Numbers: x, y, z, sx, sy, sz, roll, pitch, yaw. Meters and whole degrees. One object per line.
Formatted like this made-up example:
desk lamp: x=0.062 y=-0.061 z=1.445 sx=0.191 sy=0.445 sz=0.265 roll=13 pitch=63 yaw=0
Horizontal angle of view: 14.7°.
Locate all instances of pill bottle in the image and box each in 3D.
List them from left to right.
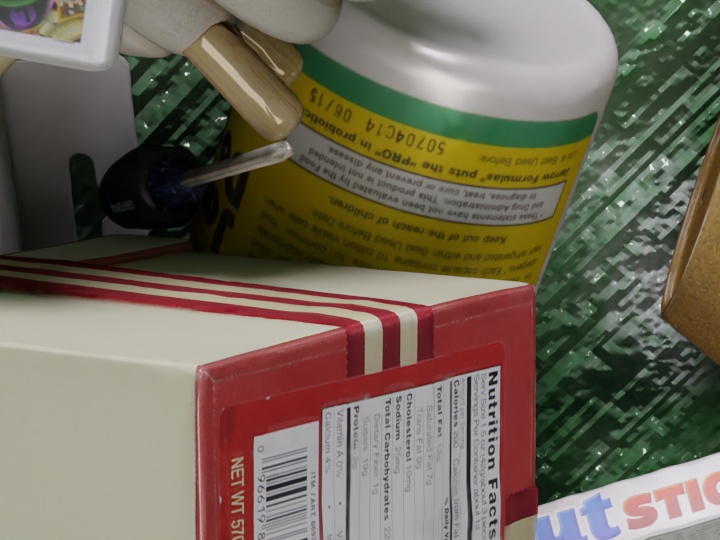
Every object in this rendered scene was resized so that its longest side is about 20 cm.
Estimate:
pill bottle: x=0.000 y=0.000 z=0.889 sx=0.112 sy=0.113 sz=0.201 roll=13 pitch=117 yaw=-11

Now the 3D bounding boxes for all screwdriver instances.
screwdriver: x=-0.047 y=-0.024 z=0.813 sx=0.028 sy=0.200 sz=0.029 roll=1 pitch=93 yaw=-17

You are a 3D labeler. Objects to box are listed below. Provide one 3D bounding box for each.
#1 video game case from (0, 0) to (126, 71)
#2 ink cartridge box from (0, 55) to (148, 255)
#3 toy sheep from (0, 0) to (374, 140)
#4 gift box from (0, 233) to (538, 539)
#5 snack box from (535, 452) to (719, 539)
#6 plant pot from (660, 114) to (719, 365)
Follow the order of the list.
video game case: x=-0.145 y=-0.154 z=0.680 sx=0.199 sy=0.023 sz=0.183 roll=10 pitch=105 yaw=1
ink cartridge box: x=-0.168 y=0.000 z=0.900 sx=0.199 sy=0.068 sz=0.117 roll=-6 pitch=118 yaw=-2
toy sheep: x=-0.035 y=-0.117 z=0.754 sx=0.200 sy=0.138 sz=0.138 roll=-42 pitch=113 yaw=9
gift box: x=-0.076 y=0.076 z=0.768 sx=0.186 sy=0.200 sz=0.186 roll=5 pitch=95 yaw=36
snack box: x=0.058 y=0.100 z=0.893 sx=0.199 sy=0.024 sz=0.072 roll=-16 pitch=150 yaw=5
plant pot: x=0.204 y=0.002 z=0.887 sx=0.199 sy=0.187 sz=0.187 roll=19 pitch=116 yaw=3
